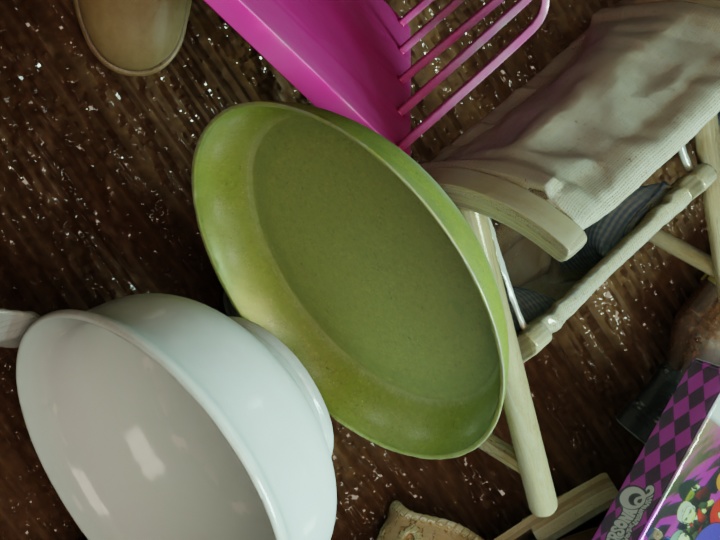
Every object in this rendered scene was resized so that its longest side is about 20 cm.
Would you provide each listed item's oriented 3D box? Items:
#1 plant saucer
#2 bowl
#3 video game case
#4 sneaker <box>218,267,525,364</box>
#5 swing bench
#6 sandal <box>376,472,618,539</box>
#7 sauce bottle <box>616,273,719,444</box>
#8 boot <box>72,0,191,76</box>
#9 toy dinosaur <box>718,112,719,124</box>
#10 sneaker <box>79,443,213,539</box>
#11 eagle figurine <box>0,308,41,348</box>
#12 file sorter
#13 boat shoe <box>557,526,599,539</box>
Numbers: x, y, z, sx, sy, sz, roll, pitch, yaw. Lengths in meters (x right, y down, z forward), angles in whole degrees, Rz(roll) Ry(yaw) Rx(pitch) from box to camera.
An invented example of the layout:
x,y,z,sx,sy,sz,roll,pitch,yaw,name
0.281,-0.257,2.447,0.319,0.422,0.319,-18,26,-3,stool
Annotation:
x,y,z,sx,sy,sz,roll,pitch,yaw,name
0.000,0.000,1.041,0.031,0.200,0.200,-38,109,-31,plant saucer
-0.077,0.087,1.108,0.090,0.201,0.202,-35,109,-33,bowl
0.190,0.177,1.173,0.181,0.036,0.200,39,77,-35,video game case
0.004,0.030,1.210,0.199,0.087,0.074,16,78,-37,sneaker
0.106,-0.025,1.101,0.199,0.130,0.200,-39,146,-34,swing bench
0.045,0.158,1.257,0.211,0.078,0.070,-29,75,-11,sandal
0.224,0.020,1.254,0.066,0.066,0.200,37,95,-16,sauce bottle
-0.112,-0.174,1.069,0.066,0.200,0.176,-2,102,-7,boot
0.178,-0.139,1.221,0.105,0.200,0.182,-30,85,35,toy dinosaur
-0.106,0.179,1.216,0.108,0.067,0.201,45,88,-11,sneaker
-0.273,0.051,1.130,0.152,0.151,0.200,33,83,-26,eagle figurine
0.012,-0.168,1.082,0.125,0.200,0.139,-41,108,18,file sorter
0.082,0.202,1.194,0.199,0.072,0.072,-17,111,-27,boat shoe
